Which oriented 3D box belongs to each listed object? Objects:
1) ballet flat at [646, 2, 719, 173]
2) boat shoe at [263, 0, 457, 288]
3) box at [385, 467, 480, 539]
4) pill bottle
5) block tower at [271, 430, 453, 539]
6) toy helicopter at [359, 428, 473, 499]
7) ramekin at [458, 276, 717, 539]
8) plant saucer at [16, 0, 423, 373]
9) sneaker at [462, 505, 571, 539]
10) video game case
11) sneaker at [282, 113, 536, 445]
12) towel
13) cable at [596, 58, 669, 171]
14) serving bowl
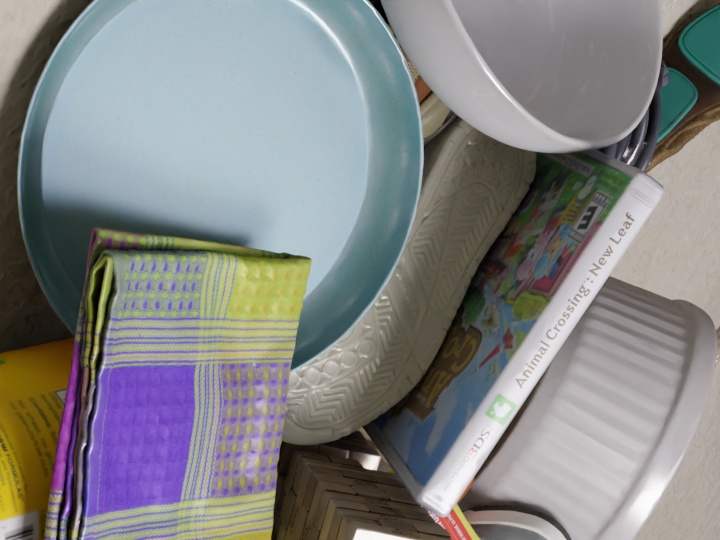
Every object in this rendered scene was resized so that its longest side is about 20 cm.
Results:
[{"bbox_3d":[0.211,-0.112,1.255,0.200,0.068,0.072,-40,167,-27],"label":"ballet flat"},{"bbox_3d":[-0.025,-0.063,0.943,0.200,0.076,0.074,-51,123,-17],"label":"boat shoe"},{"bbox_3d":[-0.025,0.188,1.001,0.200,0.050,0.075,-36,101,-26],"label":"box"},{"bbox_3d":[-0.144,0.090,0.860,0.200,0.111,0.112,-12,128,-52],"label":"pill bottle"},{"bbox_3d":[-0.016,0.115,0.949,0.054,0.200,0.058,11,101,-21],"label":"block tower"},{"bbox_3d":[0.032,0.038,1.118,0.132,0.079,0.200,-44,136,-9],"label":"toy helicopter"},{"bbox_3d":[0.130,0.091,1.213,0.203,0.094,0.202,-60,-172,14],"label":"ramekin"},{"bbox_3d":[-0.062,-0.046,0.862,0.199,0.027,0.201,-8,105,-29],"label":"plant saucer"},{"bbox_3d":[0.026,0.209,1.145,0.084,0.199,0.121,58,33,-17],"label":"sneaker"},{"bbox_3d":[0.061,0.014,0.969,0.022,0.200,0.182,33,94,-16],"label":"video game case"},{"bbox_3d":[0.001,0.001,0.987,0.077,0.111,0.200,39,76,-20],"label":"sneaker"},{"bbox_3d":[-0.075,0.087,0.821,0.143,0.023,0.201,7,91,-55],"label":"towel"},{"bbox_3d":[0.111,-0.063,1.082,0.163,0.051,0.200,-50,-168,15],"label":"cable"},{"bbox_3d":[0.064,-0.147,0.923,0.200,0.066,0.201,23,59,-45],"label":"serving bowl"}]
